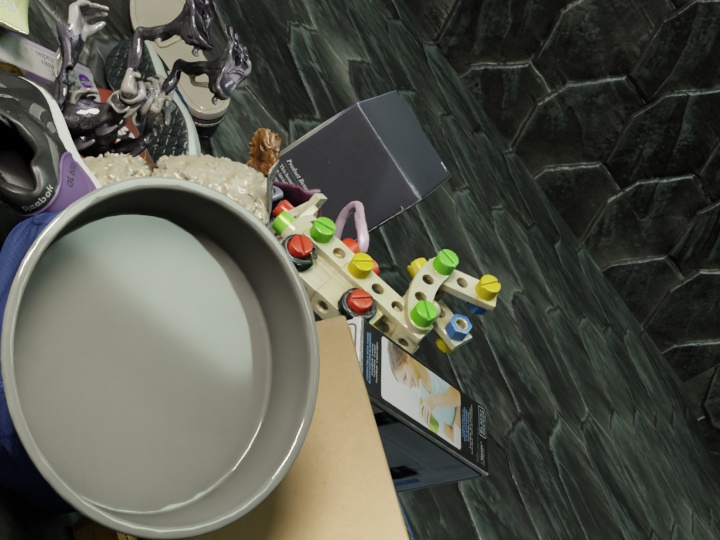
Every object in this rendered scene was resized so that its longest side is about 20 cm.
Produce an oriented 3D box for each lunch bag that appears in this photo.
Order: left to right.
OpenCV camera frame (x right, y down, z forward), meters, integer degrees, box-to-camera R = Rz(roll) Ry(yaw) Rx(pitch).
[{"bbox_3d":[-0.148,0.045,0.856,0.136,0.132,0.200,39,53,-41],"label":"lunch bag"}]

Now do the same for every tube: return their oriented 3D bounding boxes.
[{"bbox_3d":[-0.299,-0.229,1.119,0.200,0.058,0.052,-112,-172,-67],"label":"tube"}]

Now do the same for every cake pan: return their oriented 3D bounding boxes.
[{"bbox_3d":[-0.113,0.049,0.773,0.200,0.037,0.201,7,79,-37],"label":"cake pan"}]

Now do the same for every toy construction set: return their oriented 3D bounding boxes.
[{"bbox_3d":[0.000,0.000,1.090,0.200,0.092,0.131,32,45,20],"label":"toy construction set"}]

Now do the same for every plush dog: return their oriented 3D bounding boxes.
[{"bbox_3d":[-0.156,-0.042,1.049,0.200,0.171,0.161,150,-51,-84],"label":"plush dog"}]

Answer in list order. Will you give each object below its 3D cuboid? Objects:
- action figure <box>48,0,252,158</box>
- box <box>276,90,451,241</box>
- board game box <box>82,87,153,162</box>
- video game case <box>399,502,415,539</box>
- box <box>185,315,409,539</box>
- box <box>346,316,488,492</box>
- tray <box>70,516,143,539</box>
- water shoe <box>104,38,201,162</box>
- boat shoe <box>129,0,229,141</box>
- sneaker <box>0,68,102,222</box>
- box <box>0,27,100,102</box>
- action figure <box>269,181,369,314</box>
[{"bbox_3d":[-0.185,-0.148,1.081,0.119,0.200,0.102,46,31,-41],"label":"action figure"},{"bbox_3d":[-0.029,-0.084,1.444,0.123,0.198,0.200,58,16,-3],"label":"box"},{"bbox_3d":[-0.207,-0.074,1.202,0.103,0.019,0.200,0,59,-63],"label":"board game box"},{"bbox_3d":[0.019,0.255,1.197,0.200,0.045,0.181,67,7,26],"label":"video game case"},{"bbox_3d":[-0.065,0.129,0.912,0.021,0.163,0.200,81,-6,-50],"label":"box"},{"bbox_3d":[0.004,0.111,1.070,0.200,0.116,0.060,40,44,-49],"label":"box"},{"bbox_3d":[-0.111,0.221,0.950,0.200,0.037,0.099,30,32,-60],"label":"tray"},{"bbox_3d":[-0.183,-0.136,1.315,0.079,0.071,0.200,41,25,-58],"label":"water shoe"},{"bbox_3d":[-0.200,-0.223,1.481,0.200,0.072,0.063,61,-27,27],"label":"boat shoe"},{"bbox_3d":[-0.249,-0.099,0.963,0.200,0.076,0.088,45,-3,33],"label":"sneaker"},{"bbox_3d":[-0.289,-0.166,1.083,0.200,0.041,0.039,22,39,-56],"label":"box"},{"bbox_3d":[-0.066,0.001,1.276,0.200,0.148,0.134,88,0,-47],"label":"action figure"}]
